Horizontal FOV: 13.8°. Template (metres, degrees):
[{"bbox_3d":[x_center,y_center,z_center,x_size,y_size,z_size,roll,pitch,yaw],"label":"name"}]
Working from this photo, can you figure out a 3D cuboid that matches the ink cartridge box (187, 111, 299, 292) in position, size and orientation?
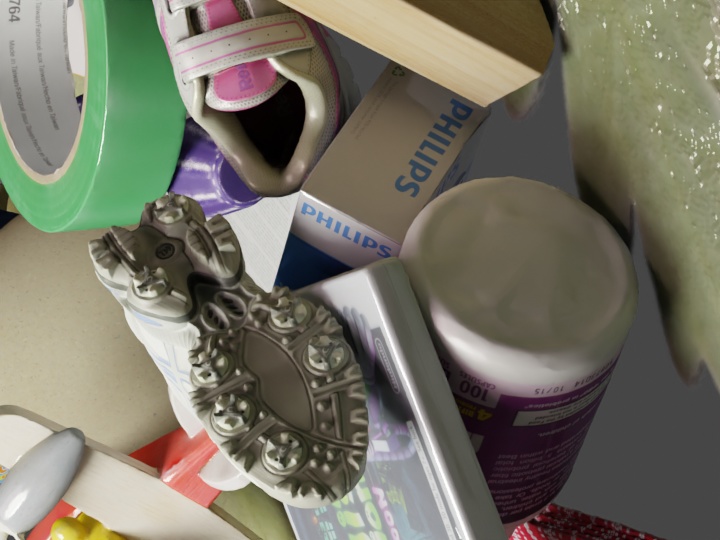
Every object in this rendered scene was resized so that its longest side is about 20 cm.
[{"bbox_3d":[-0.063,-0.040,1.670,0.160,0.047,0.200,52,153,31],"label":"ink cartridge box"}]

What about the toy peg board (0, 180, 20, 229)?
[{"bbox_3d":[-0.283,-0.005,1.913,0.098,0.199,0.200,13,97,40],"label":"toy peg board"}]

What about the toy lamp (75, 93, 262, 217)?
[{"bbox_3d":[-0.104,-0.063,1.614,0.200,0.058,0.058,19,125,62],"label":"toy lamp"}]

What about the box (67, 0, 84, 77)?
[{"bbox_3d":[-0.161,-0.174,1.743,0.200,0.041,0.119,-156,50,-67],"label":"box"}]

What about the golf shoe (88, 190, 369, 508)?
[{"bbox_3d":[-0.049,0.050,1.384,0.200,0.078,0.097,53,167,41],"label":"golf shoe"}]

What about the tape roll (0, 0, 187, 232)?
[{"bbox_3d":[-0.151,-0.122,1.579,0.200,0.048,0.201,24,117,61],"label":"tape roll"}]

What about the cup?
[{"bbox_3d":[-0.189,0.048,1.865,0.200,0.143,0.200,43,144,44],"label":"cup"}]

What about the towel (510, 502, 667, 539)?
[{"bbox_3d":[0.121,0.189,1.495,0.200,0.022,0.145,11,119,61],"label":"towel"}]

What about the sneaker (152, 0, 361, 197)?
[{"bbox_3d":[-0.055,-0.120,1.414,0.088,0.081,0.200,-88,-28,-62],"label":"sneaker"}]

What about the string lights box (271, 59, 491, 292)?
[{"bbox_3d":[0.000,0.000,1.488,0.059,0.103,0.200,28,143,8],"label":"string lights box"}]

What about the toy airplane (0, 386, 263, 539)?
[{"bbox_3d":[-0.124,0.153,1.752,0.199,0.200,0.141,90,-176,-49],"label":"toy airplane"}]

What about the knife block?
[{"bbox_3d":[-0.026,-0.153,1.354,0.064,0.175,0.200,-26,86,66],"label":"knife block"}]

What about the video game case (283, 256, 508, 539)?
[{"bbox_3d":[0.007,0.102,1.396,0.182,0.023,0.200,-19,93,64],"label":"video game case"}]

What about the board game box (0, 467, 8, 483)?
[{"bbox_3d":[-0.288,0.103,2.036,0.151,0.200,0.037,37,140,48],"label":"board game box"}]

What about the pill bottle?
[{"bbox_3d":[0.056,0.056,1.420,0.112,0.112,0.200,55,151,27],"label":"pill bottle"}]
